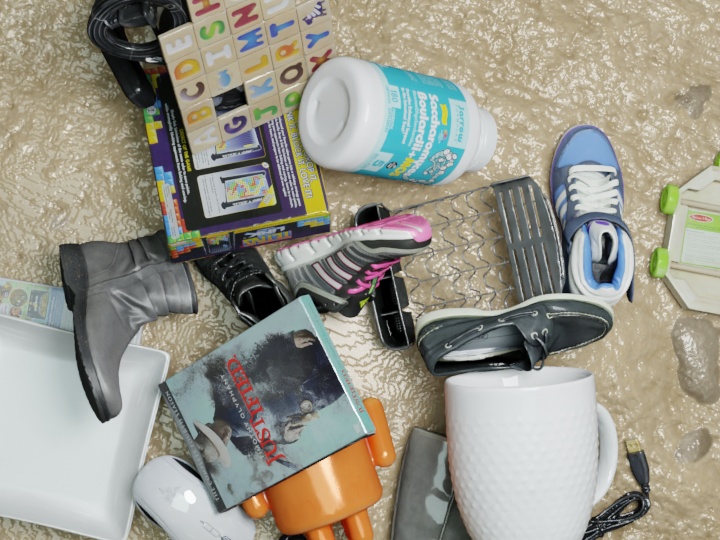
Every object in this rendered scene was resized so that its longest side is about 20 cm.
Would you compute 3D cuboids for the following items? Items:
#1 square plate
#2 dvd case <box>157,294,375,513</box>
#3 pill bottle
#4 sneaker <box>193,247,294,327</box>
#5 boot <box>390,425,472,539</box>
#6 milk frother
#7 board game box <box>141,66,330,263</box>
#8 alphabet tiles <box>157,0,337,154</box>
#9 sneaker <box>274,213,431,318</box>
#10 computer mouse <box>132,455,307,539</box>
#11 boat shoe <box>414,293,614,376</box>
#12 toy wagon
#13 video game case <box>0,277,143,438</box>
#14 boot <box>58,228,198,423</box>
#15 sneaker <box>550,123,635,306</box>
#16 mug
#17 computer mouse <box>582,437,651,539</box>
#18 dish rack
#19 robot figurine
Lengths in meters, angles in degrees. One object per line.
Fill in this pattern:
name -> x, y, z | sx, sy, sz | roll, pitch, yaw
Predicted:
square plate -> -0.310, 0.157, 1.460 | 0.199, 0.028, 0.199 | 13, 86, -5
dvd case -> -0.094, 0.131, 1.393 | 0.200, 0.022, 0.146 | -31, 81, 31
pill bottle -> 0.044, -0.145, 1.453 | 0.200, 0.111, 0.111 | 5, 86, -40
sneaker -> -0.106, 0.020, 1.449 | 0.060, 0.104, 0.200 | -42, 79, -4
boot -> 0.107, 0.280, 1.494 | 0.181, 0.073, 0.201 | 22, 79, -5
milk frother -> -0.185, -0.273, 1.395 | 0.180, 0.200, 0.188 | -23, 63, -7
board game box -> -0.130, -0.121, 1.466 | 0.165, 0.057, 0.201 | -11, 68, -6
alphabet tiles -> -0.102, -0.206, 1.366 | 0.167, 0.200, 0.008 | -25, 57, -11
sneaker -> 0.000, 0.000, 1.447 | 0.074, 0.200, 0.088 | -17, 91, -49
computer mouse -> -0.146, 0.267, 1.457 | 0.200, 0.044, 0.110 | 41, 83, -16
boat shoe -> 0.154, 0.071, 1.429 | 0.199, 0.075, 0.066 | -2, 42, -1
toy wagon -> 0.395, -0.052, 1.545 | 0.155, 0.040, 0.201 | 10, 85, -5
video game case -> -0.330, 0.086, 1.485 | 0.199, 0.018, 0.144 | 9, 87, -5
boot -> -0.221, 0.047, 1.435 | 0.131, 0.070, 0.201 | -8, 66, -15
sneaker -> 0.244, -0.059, 1.477 | 0.080, 0.146, 0.201 | 3, 87, -5
mug -> 0.180, 0.188, 1.426 | 0.200, 0.147, 0.176 | -6, 94, -37
computer mouse -> 0.226, 0.192, 1.512 | 0.140, 0.046, 0.201 | -22, 89, -5
dish rack -> 0.105, -0.012, 1.480 | 0.199, 0.055, 0.154 | -13, 89, 18
robot figurine -> -0.048, 0.187, 1.455 | 0.144, 0.117, 0.201 | -23, 87, 30
